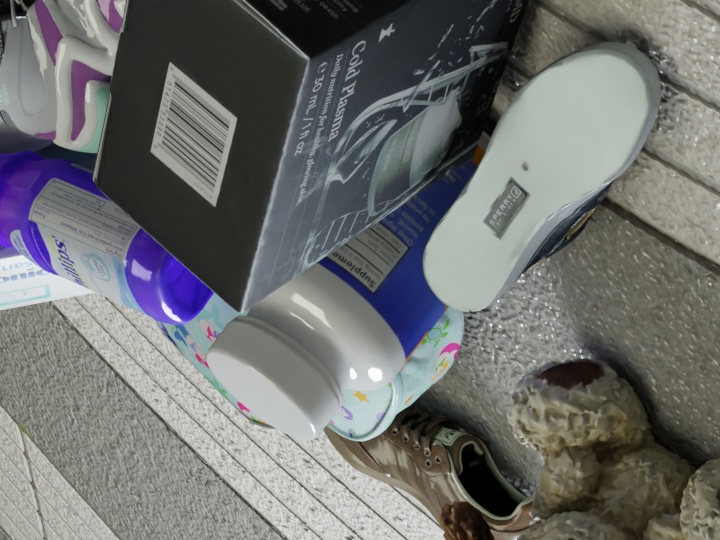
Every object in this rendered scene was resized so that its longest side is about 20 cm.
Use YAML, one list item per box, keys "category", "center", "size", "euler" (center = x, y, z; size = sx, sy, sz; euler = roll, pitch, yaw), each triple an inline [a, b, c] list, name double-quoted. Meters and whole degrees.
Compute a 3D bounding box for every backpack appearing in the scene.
- category: "backpack"
  center: [-0.034, 0.020, 1.618]
  size: [0.200, 0.151, 0.178]
  euler: [40, 149, 7]

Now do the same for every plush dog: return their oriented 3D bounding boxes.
- category: "plush dog"
  center: [0.146, 0.180, 1.492]
  size: [0.200, 0.172, 0.161]
  euler: [36, 153, 28]

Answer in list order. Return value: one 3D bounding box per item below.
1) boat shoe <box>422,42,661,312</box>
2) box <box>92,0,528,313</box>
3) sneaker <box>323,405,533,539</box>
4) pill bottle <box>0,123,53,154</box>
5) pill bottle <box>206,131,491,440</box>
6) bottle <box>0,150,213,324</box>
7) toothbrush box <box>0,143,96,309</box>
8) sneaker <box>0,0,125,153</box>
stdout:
- category: "boat shoe"
  center: [0.111, -0.063, 1.339]
  size: [0.071, 0.091, 0.200]
  euler: [46, 129, 8]
- category: "box"
  center: [-0.021, -0.118, 1.274]
  size: [0.124, 0.196, 0.200]
  euler: [40, 142, 19]
- category: "sneaker"
  center: [0.055, 0.129, 1.738]
  size: [0.200, 0.070, 0.076]
  euler: [39, 136, 16]
- category: "pill bottle"
  center: [-0.248, -0.187, 1.616]
  size: [0.113, 0.112, 0.201]
  euler: [112, 157, -64]
- category: "pill bottle"
  center: [0.000, 0.000, 1.432]
  size: [0.112, 0.200, 0.112]
  euler: [33, 161, 13]
- category: "bottle"
  center: [-0.184, -0.030, 1.549]
  size: [0.199, 0.065, 0.084]
  euler: [22, 156, 29]
- category: "toothbrush box"
  center: [-0.222, -0.085, 1.679]
  size: [0.085, 0.146, 0.201]
  euler: [95, 162, -64]
- category: "sneaker"
  center: [-0.196, -0.168, 1.444]
  size: [0.078, 0.139, 0.201]
  euler: [-110, 35, -58]
